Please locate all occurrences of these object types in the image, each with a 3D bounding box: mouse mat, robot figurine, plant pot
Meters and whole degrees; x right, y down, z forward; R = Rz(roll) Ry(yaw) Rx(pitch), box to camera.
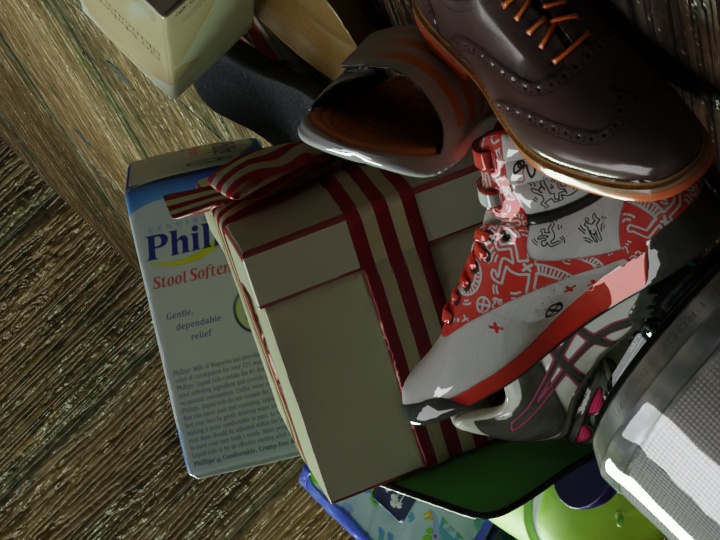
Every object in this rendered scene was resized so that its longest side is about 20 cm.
[{"bbox_3d":[0.099,0.085,1.483,0.160,0.199,0.008,13,125,54],"label":"mouse mat"},{"bbox_3d":[0.122,0.115,1.607,0.175,0.117,0.200,-1,-157,-42],"label":"robot figurine"},{"bbox_3d":[-0.056,-0.193,1.563,0.200,0.027,0.200,44,171,9],"label":"plant pot"}]

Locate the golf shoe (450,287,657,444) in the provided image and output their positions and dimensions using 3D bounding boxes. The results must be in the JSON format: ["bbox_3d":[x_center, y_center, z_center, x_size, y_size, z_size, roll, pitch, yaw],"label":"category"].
[{"bbox_3d":[0.103,0.018,1.346,0.077,0.087,0.201,-114,25,-46],"label":"golf shoe"}]

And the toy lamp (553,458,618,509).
[{"bbox_3d":[0.202,0.138,1.518,0.199,0.059,0.058,17,-168,-38],"label":"toy lamp"}]

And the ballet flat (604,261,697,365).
[{"bbox_3d":[0.148,0.029,1.454,0.068,0.068,0.200,44,172,-2],"label":"ballet flat"}]

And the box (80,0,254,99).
[{"bbox_3d":[-0.122,-0.184,1.569,0.095,0.078,0.200,44,171,7],"label":"box"}]

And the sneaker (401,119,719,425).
[{"bbox_3d":[0.076,-0.013,1.275,0.108,0.201,0.067,52,-155,-5],"label":"sneaker"}]

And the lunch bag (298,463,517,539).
[{"bbox_3d":[0.075,0.133,1.836,0.170,0.200,0.128,41,170,36],"label":"lunch bag"}]

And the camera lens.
[{"bbox_3d":[0.212,0.082,1.092,0.200,0.160,0.160,43,171,16],"label":"camera lens"}]

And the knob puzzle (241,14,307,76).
[{"bbox_3d":[-0.093,-0.164,1.764,0.220,0.030,0.220,53,169,15],"label":"knob puzzle"}]

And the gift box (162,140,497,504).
[{"bbox_3d":[0.000,0.000,1.499,0.200,0.183,0.188,-139,29,-66],"label":"gift box"}]

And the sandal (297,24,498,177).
[{"bbox_3d":[0.033,-0.099,1.289,0.079,0.060,0.207,18,-158,18],"label":"sandal"}]

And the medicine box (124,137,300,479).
[{"bbox_3d":[-0.092,0.020,1.748,0.182,0.102,0.202,-124,21,-81],"label":"medicine box"}]

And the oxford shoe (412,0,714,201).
[{"bbox_3d":[0.084,-0.102,1.179,0.200,0.071,0.073,40,165,36],"label":"oxford shoe"}]

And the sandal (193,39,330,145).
[{"bbox_3d":[-0.039,-0.108,1.670,0.200,0.043,0.077,38,145,35],"label":"sandal"}]

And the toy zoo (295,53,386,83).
[{"bbox_3d":[0.016,-0.090,1.698,0.131,0.020,0.200,49,171,-17],"label":"toy zoo"}]
